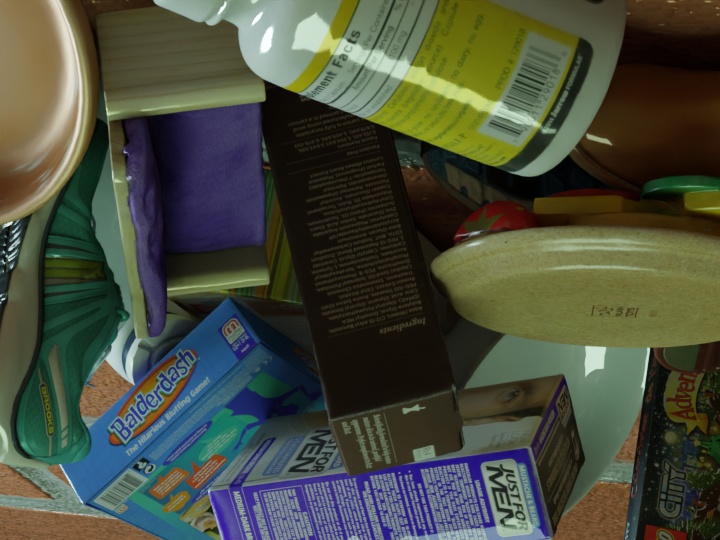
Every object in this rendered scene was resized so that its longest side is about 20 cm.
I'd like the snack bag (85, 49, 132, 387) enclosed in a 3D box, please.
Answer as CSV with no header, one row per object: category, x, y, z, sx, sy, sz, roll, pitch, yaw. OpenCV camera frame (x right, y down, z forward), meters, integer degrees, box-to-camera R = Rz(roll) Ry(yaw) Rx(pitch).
snack bag,-0.182,-0.039,1.107,0.200,0.189,0.021,33,-175,-41

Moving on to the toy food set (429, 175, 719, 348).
toy food set,0.136,0.000,0.999,0.197,0.049,0.200,-2,164,20

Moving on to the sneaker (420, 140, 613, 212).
sneaker,0.126,-0.041,1.069,0.199,0.075,0.087,14,163,-6

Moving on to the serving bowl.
serving bowl,0.102,0.082,1.254,0.066,0.200,0.200,36,177,40

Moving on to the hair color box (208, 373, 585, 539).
hair color box,0.023,0.121,1.121,0.199,0.065,0.109,-9,-164,19

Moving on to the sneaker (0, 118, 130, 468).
sneaker,-0.166,0.010,1.042,0.079,0.201,0.077,17,164,-27

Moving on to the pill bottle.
pill bottle,0.012,-0.125,0.869,0.199,0.112,0.111,20,156,-17

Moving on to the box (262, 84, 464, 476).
box,0.000,0.000,1.044,0.075,0.201,0.100,-15,155,-1

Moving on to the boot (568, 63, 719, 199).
boot,0.207,-0.087,0.919,0.199,0.074,0.155,6,161,-18

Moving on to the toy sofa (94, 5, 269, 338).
toy sofa,-0.091,-0.048,1.021,0.082,0.098,0.200,-8,151,-6

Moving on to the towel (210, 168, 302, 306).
towel,-0.112,-0.029,1.190,0.199,0.086,0.018,8,160,10

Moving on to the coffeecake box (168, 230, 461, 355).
coffeecake box,-0.010,0.027,1.287,0.153,0.073,0.200,-1,155,32

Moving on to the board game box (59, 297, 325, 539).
board game box,-0.081,0.114,1.239,0.045,0.152,0.200,51,-174,34

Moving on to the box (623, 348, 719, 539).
box,0.244,0.111,1.196,0.136,0.201,0.038,12,159,-2

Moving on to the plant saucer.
plant saucer,-0.218,-0.119,0.979,0.199,0.037,0.201,12,122,20

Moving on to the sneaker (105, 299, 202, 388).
sneaker,-0.115,0.064,1.272,0.080,0.077,0.200,30,168,34

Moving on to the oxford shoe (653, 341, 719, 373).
oxford shoe,0.264,0.001,1.112,0.199,0.075,0.071,-9,139,2
